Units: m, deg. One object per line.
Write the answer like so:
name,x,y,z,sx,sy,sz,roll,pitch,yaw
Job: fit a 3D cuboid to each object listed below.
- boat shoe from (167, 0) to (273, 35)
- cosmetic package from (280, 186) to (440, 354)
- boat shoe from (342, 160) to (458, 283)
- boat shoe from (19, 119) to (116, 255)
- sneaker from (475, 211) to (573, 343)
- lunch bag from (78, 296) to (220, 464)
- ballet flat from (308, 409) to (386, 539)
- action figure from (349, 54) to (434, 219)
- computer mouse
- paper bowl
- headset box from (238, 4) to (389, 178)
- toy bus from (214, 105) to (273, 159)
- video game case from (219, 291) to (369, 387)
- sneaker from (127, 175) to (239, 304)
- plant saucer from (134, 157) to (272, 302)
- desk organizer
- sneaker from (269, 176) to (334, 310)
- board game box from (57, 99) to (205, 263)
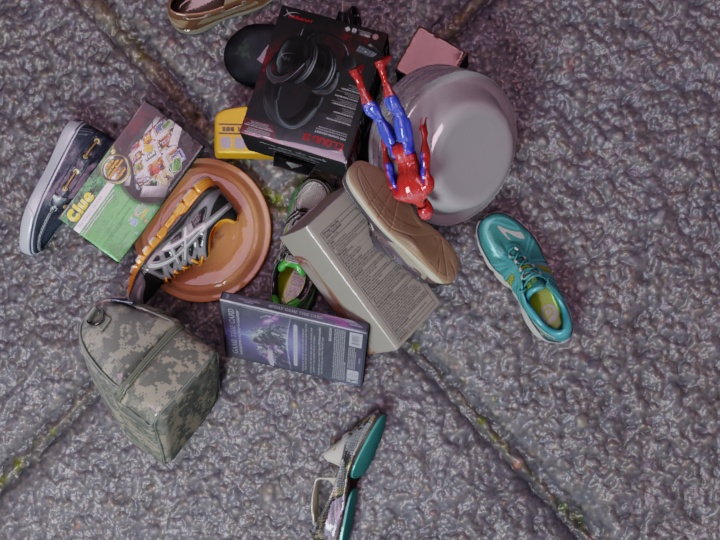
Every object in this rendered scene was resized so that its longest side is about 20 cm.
boat shoe,-0.179,-0.392,1.391,0.198,0.072,0.076,-31,86,3
cosmetic package,0.000,0.000,1.318,0.103,0.087,0.201,-42,103,-28
boat shoe,0.041,-0.051,1.262,0.200,0.064,0.072,43,49,-22
boat shoe,-0.399,-0.103,1.401,0.090,0.071,0.203,23,91,2
sneaker,0.227,0.006,1.345,0.077,0.080,0.201,-34,86,3
lunch bag,-0.283,0.134,1.318,0.167,0.201,0.140,32,64,11
ballet flat,-0.026,0.279,1.365,0.071,0.072,0.203,18,88,5
action figure,0.048,-0.155,1.210,0.065,0.052,0.203,-12,106,28
computer mouse,-0.096,-0.303,1.392,0.197,0.053,0.141,1,89,4
paper bowl,0.117,-0.158,1.299,0.198,0.104,0.204,-12,114,-28
headset box,-0.060,-0.220,1.301,0.147,0.077,0.203,17,79,7
toy bus,-0.098,-0.192,1.380,0.197,0.065,0.080,2,96,4
video game case,-0.088,0.094,1.343,0.197,0.144,0.019,13,55,5
sneaker,-0.242,-0.028,1.355,0.077,0.078,0.201,37,92,-5
plant saucer,-0.222,-0.057,1.406,0.197,0.032,0.204,0,89,4
desk organizer,0.065,-0.222,1.369,0.076,0.072,0.202,30,91,7
sneaker,-0.075,-0.029,1.367,0.077,0.085,0.203,11,88,5
board game box,-0.312,-0.121,1.374,0.104,0.023,0.201,37,90,-14
